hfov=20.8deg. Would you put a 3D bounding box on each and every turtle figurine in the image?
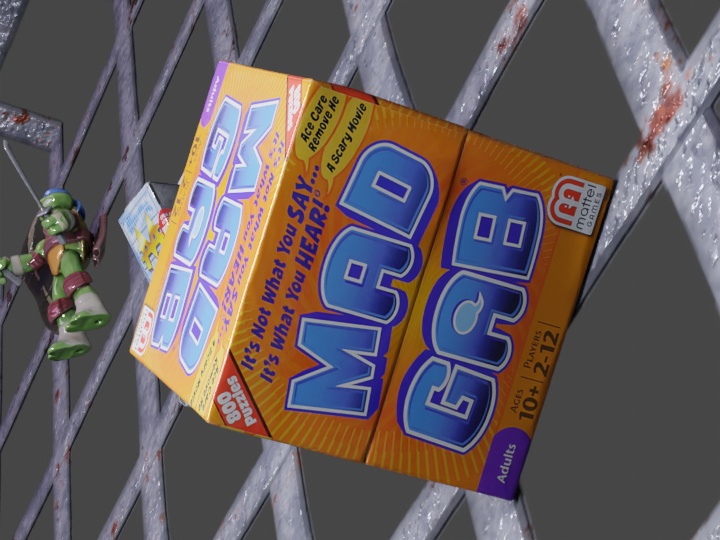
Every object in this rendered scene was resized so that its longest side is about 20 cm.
[{"bbox_3d":[-0.361,-0.007,2.172,0.144,0.200,0.195,-30,64,18],"label":"turtle figurine"}]

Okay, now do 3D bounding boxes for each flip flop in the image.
[{"bbox_3d":[-0.353,0.001,2.318,0.081,0.057,0.200,-57,41,28],"label":"flip flop"}]

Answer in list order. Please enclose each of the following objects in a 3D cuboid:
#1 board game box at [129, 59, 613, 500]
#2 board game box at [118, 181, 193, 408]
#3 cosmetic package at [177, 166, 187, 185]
[{"bbox_3d":[0.000,0.000,1.201,0.200,0.199,0.201,25,98,69],"label":"board game box"},{"bbox_3d":[-0.073,0.022,1.370,0.062,0.199,0.201,-46,34,50],"label":"board game box"},{"bbox_3d":[-0.125,0.002,1.701,0.200,0.074,0.102,-104,35,-55],"label":"cosmetic package"}]
